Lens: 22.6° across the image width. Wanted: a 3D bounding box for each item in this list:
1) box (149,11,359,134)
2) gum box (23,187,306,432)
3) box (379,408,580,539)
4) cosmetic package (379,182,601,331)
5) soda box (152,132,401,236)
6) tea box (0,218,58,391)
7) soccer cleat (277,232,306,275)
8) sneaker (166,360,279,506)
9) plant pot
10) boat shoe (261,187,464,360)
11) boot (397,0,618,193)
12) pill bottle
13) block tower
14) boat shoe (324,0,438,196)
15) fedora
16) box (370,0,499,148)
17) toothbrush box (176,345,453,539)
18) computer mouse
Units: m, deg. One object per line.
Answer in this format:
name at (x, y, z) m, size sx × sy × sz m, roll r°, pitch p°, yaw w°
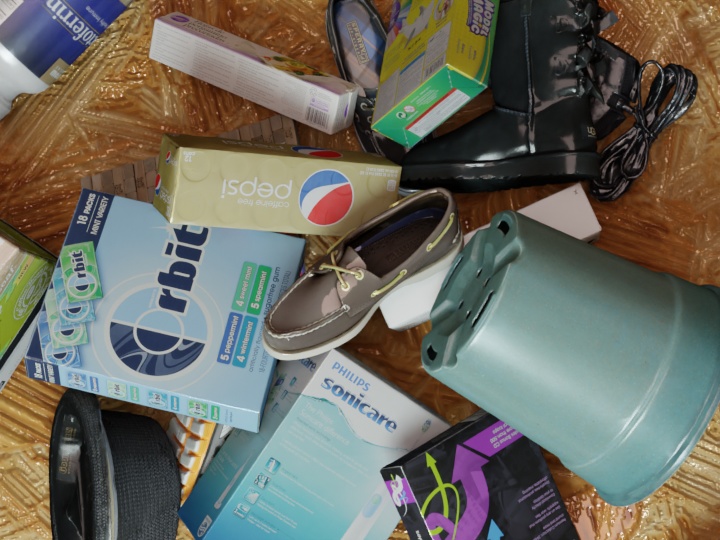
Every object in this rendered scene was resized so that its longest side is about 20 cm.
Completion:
box at (-0.096, -0.177, 1.601) m, size 0.200 × 0.039 × 0.042 m, roll 24°, pitch 118°, yaw 21°
gum box at (-0.161, 0.031, 1.518) m, size 0.199 × 0.045 × 0.170 m, roll 13°, pitch 61°, yaw 2°
box at (0.115, 0.225, 1.508) m, size 0.143 × 0.036 × 0.201 m, roll -27°, pitch 96°, yaw -36°
cosmetic package at (0.110, -0.009, 1.566) m, size 0.199 × 0.083 × 0.051 m, roll -25°, pitch 82°, yaw 4°
soda box at (-0.071, -0.071, 1.530) m, size 0.199 × 0.064 × 0.068 m, roll 4°, pitch 104°, yaw -22°
tea box at (-0.372, 0.039, 1.561) m, size 0.133 × 0.197 × 0.200 m, roll 33°, pitch 89°, yaw 9°
soccer cleat at (-0.145, 0.012, 1.602) m, size 0.199 × 0.068 × 0.073 m, roll -27°, pitch 79°, yaw 0°
sneaker at (-0.116, 0.126, 1.586) m, size 0.077 × 0.078 × 0.201 m, roll 16°, pitch 101°, yaw -28°
plant pot at (0.168, 0.058, 1.463) m, size 0.196 × 0.200 × 0.201 m, roll 28°, pitch 88°, yaw -14°
boat shoe at (0.000, 0.000, 1.484) m, size 0.200 × 0.060 × 0.072 m, roll -32°, pitch 57°, yaw -16°
boot at (0.122, -0.153, 1.536) m, size 0.198 × 0.073 × 0.163 m, roll -4°, pitch 82°, yaw 28°
pill bottle at (-0.295, -0.233, 1.620) m, size 0.200 × 0.116 × 0.116 m, roll -45°, pitch 81°, yaw 2°
block tower at (-0.145, -0.077, 1.608) m, size 0.199 × 0.058 × 0.054 m, roll -18°, pitch 53°, yaw 7°
boat shoe at (0.018, -0.161, 1.599) m, size 0.070 × 0.066 × 0.201 m, roll -18°, pitch 83°, yaw 5°
fedora at (-0.209, 0.196, 1.564) m, size 0.091 × 0.200 × 0.201 m, roll -1°, pitch 83°, yaw -23°
box at (0.069, -0.215, 1.547) m, size 0.048 × 0.117 × 0.201 m, roll 25°, pitch 54°, yaw -24°
toothbrush box at (-0.037, 0.172, 1.534) m, size 0.146 × 0.085 × 0.200 m, roll 34°, pitch 90°, yaw -23°
computer mouse at (0.183, -0.165, 1.588) m, size 0.200 × 0.053 × 0.139 m, roll 35°, pitch 100°, yaw 5°
